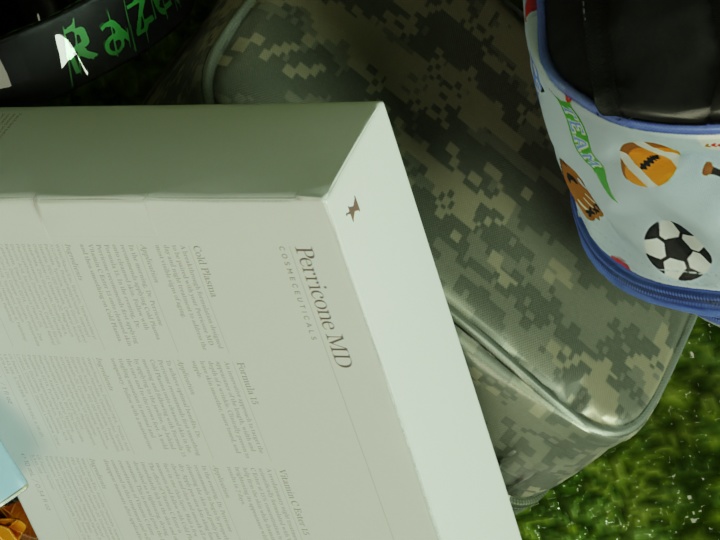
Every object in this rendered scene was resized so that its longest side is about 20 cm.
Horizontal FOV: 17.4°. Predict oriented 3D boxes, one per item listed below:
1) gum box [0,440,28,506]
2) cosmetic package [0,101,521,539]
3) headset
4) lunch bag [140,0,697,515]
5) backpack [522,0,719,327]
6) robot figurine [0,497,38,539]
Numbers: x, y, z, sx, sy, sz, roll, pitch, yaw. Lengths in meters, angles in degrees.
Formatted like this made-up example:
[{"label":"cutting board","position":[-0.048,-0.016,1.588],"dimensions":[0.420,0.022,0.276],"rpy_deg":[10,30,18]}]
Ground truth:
[{"label":"gum box","position":[-0.192,0.002,0.776],"dimensions":[0.201,0.044,0.170],"rpy_deg":[58,161,-3]},{"label":"cosmetic package","position":[-0.041,0.042,0.721],"dimensions":[0.150,0.052,0.201],"rpy_deg":[3,131,27]},{"label":"headset","position":[-0.150,-0.085,0.791],"dimensions":[0.199,0.123,0.094],"rpy_deg":[-8,113,39]},{"label":"lunch bag","position":[0.000,0.000,0.802],"dimensions":[0.200,0.140,0.168],"rpy_deg":[38,141,-11]},{"label":"backpack","position":[0.133,-0.066,0.684],"dimensions":[0.199,0.191,0.155],"rpy_deg":[-11,120,19]},{"label":"robot figurine","position":[-0.162,0.111,0.956],"dimensions":[0.145,0.058,0.200],"rpy_deg":[-36,109,30]}]
